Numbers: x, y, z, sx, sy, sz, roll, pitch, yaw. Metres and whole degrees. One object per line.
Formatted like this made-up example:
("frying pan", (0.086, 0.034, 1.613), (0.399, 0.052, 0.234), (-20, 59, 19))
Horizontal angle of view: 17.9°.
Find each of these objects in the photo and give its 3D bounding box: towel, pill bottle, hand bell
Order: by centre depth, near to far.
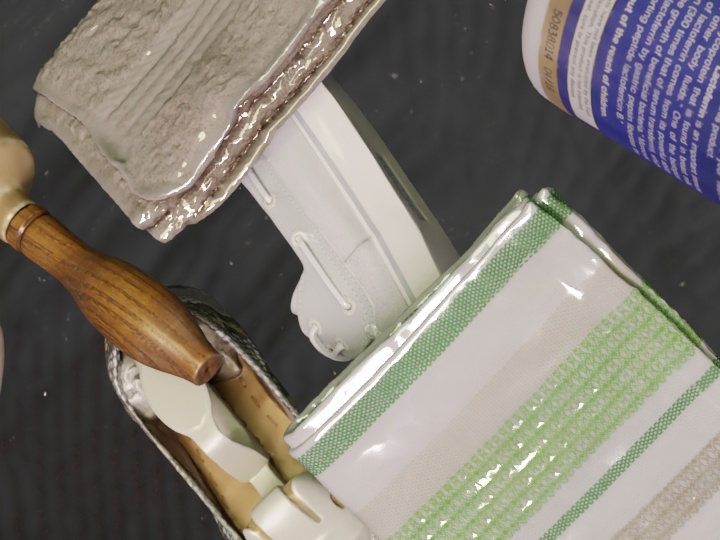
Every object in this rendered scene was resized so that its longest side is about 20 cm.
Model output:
("pill bottle", (0.170, -0.074, 0.887), (0.199, 0.116, 0.116), (35, 94, 28))
("towel", (0.087, 0.079, 0.912), (0.200, 0.031, 0.149), (42, 103, -16))
("hand bell", (-0.135, -0.012, 0.966), (0.200, 0.104, 0.104), (37, 94, 25))
("towel", (-0.054, -0.118, 0.981), (0.200, 0.034, 0.132), (-51, 45, 4))

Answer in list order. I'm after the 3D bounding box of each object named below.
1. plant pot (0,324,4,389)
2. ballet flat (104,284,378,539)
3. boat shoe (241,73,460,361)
("plant pot", (-0.258, 0.057, 0.972), (0.176, 0.200, 0.202), (19, 89, 5))
("ballet flat", (-0.043, 0.088, 0.969), (0.072, 0.072, 0.201), (-43, 77, 7))
("boat shoe", (0.000, 0.000, 0.965), (0.068, 0.072, 0.201), (-35, 78, 11))
